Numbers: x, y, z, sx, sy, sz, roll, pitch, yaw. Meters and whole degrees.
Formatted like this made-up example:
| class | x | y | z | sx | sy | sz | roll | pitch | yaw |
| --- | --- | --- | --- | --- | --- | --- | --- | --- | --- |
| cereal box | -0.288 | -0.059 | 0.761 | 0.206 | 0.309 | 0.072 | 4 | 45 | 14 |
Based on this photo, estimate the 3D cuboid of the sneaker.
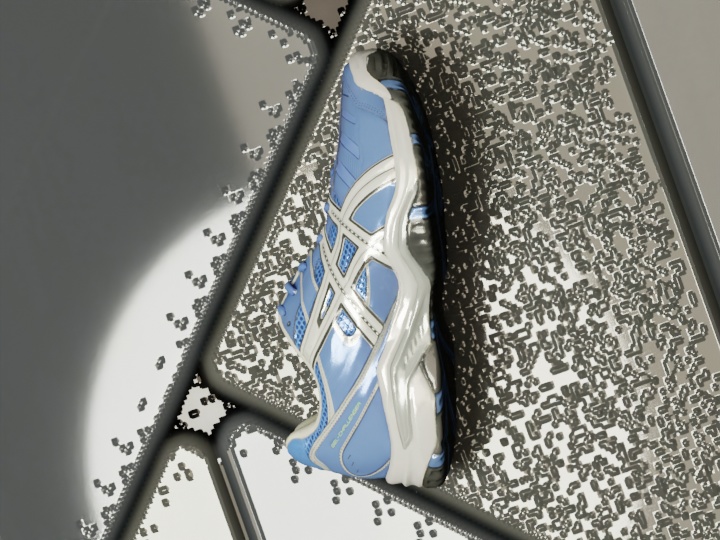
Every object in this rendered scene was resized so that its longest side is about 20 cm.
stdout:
| class | x | y | z | sx | sy | sz | roll | pitch | yaw |
| --- | --- | --- | --- | --- | --- | --- | --- | --- | --- |
| sneaker | 0.000 | 0.000 | 1.319 | 0.077 | 0.076 | 0.201 | -2 | 92 | 9 |
